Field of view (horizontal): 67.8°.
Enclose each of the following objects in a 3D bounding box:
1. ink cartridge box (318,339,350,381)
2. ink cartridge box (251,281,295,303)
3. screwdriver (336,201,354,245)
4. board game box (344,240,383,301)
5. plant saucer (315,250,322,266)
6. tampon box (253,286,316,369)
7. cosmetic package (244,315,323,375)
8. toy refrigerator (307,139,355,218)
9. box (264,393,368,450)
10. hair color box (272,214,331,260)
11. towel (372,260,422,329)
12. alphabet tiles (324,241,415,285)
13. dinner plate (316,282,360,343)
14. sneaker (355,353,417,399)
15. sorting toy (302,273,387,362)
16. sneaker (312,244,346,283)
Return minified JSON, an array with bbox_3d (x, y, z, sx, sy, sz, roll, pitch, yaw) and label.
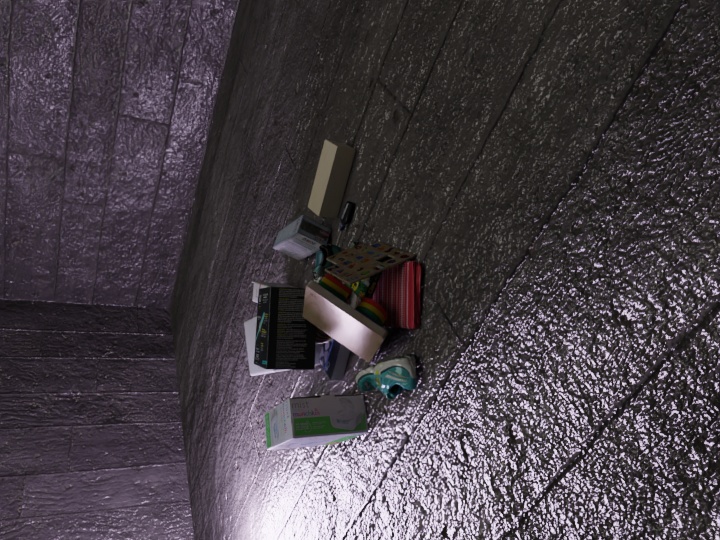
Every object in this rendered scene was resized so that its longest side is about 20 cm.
[{"bbox_3d":[-0.058,0.180,1.413,0.099,0.039,0.201,42,121,57],"label":"ink cartridge box"},{"bbox_3d":[-0.282,0.079,1.762,0.200,0.116,0.068,10,94,62],"label":"ink cartridge box"},{"bbox_3d":[-0.060,-0.097,1.473,0.029,0.028,0.201,35,115,26],"label":"screwdriver"},{"bbox_3d":[0.000,0.000,1.318,0.200,0.023,0.105,41,114,65],"label":"board game box"},{"bbox_3d":[-0.115,0.043,1.564,0.070,0.019,0.202,-6,80,61],"label":"plant saucer"},{"bbox_3d":[-0.192,0.146,1.372,0.150,0.125,0.202,171,103,-67],"label":"tampon box"},{"bbox_3d":[-0.224,0.207,1.559,0.200,0.166,0.168,-25,72,57],"label":"cosmetic package"},{"bbox_3d":[-0.080,-0.256,1.507,0.076,0.070,0.201,40,121,49],"label":"toy refrigerator"},{"bbox_3d":[-0.110,0.368,1.307,0.176,0.199,0.097,-39,52,51],"label":"box"},{"bbox_3d":[-0.179,-0.094,1.612,0.200,0.099,0.061,-20,48,59],"label":"hair color box"},{"bbox_3d":[0.076,0.056,1.209,0.200,0.022,0.146,-6,82,63],"label":"towel"},{"bbox_3d":[0.004,-0.023,1.219,0.200,0.166,0.008,26,135,60],"label":"alphabet tiles"},{"bbox_3d":[-0.064,0.101,1.394,0.200,0.024,0.201,-31,40,29],"label":"dinner plate"},{"bbox_3d":[0.054,0.241,1.166,0.200,0.077,0.080,-36,63,54],"label":"sneaker"},{"bbox_3d":[-0.028,0.102,1.216,0.070,0.198,0.200,-53,-8,-25],"label":"sorting toy"},{"bbox_3d":[-0.092,0.030,1.374,0.071,0.079,0.201,-16,61,59],"label":"sneaker"}]
